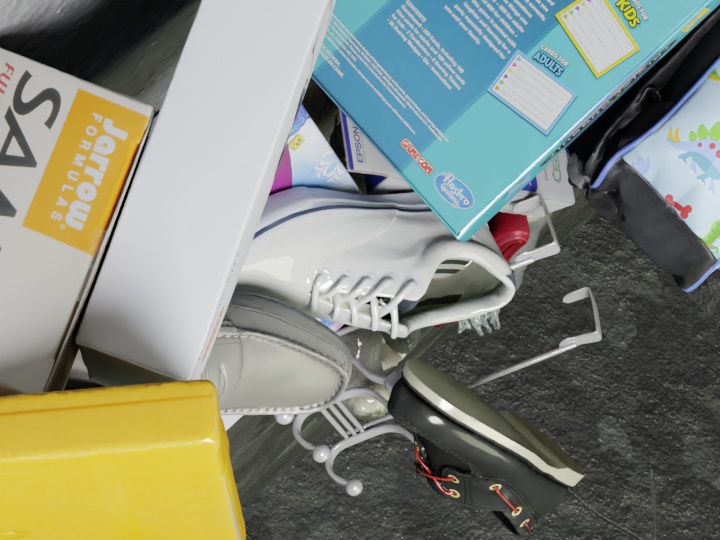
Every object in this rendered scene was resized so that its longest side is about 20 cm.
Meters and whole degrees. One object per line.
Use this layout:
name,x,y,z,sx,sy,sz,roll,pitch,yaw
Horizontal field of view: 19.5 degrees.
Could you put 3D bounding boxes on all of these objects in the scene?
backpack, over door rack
backpack,0.218,-0.087,1.094,0.200,0.147,0.183,-46,-172,10
over door rack,0.051,0.057,1.238,0.199,0.067,0.148,-32,151,2

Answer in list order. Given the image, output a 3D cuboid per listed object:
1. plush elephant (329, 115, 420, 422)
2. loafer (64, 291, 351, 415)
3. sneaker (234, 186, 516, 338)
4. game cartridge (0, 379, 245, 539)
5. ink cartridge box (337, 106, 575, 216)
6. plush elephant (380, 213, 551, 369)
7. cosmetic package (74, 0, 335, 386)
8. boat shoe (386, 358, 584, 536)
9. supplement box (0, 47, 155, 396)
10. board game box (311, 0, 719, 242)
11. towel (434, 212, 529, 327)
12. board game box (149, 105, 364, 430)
plush elephant,-0.023,-0.009,1.271,0.155,0.164,0.201,178,-67,-82
loafer,-0.092,0.047,1.011,0.199,0.070,0.070,8,126,-27
sneaker,0.000,0.000,1.090,0.199,0.071,0.073,-11,133,-36
game cartridge,-0.135,0.087,0.807,0.175,0.033,0.200,-4,158,-2
ink cartridge box,0.044,-0.087,1.174,0.037,0.095,0.199,-19,164,38
plush elephant,0.031,-0.021,1.487,0.154,0.165,0.201,-10,136,-15
cosmetic package,-0.058,-0.048,0.855,0.151,0.051,0.201,110,-1,-81
boat shoe,0.065,0.105,1.185,0.063,0.074,0.201,-47,149,4
supplement box,-0.147,0.014,0.845,0.200,0.073,0.127,122,-13,-65
board game box,0.072,-0.137,1.016,0.200,0.151,0.047,-43,174,5
towel,0.067,-0.079,1.331,0.022,0.201,0.145,4,155,-18
board game box,-0.087,0.006,1.108,0.200,0.041,0.200,-42,146,-3
